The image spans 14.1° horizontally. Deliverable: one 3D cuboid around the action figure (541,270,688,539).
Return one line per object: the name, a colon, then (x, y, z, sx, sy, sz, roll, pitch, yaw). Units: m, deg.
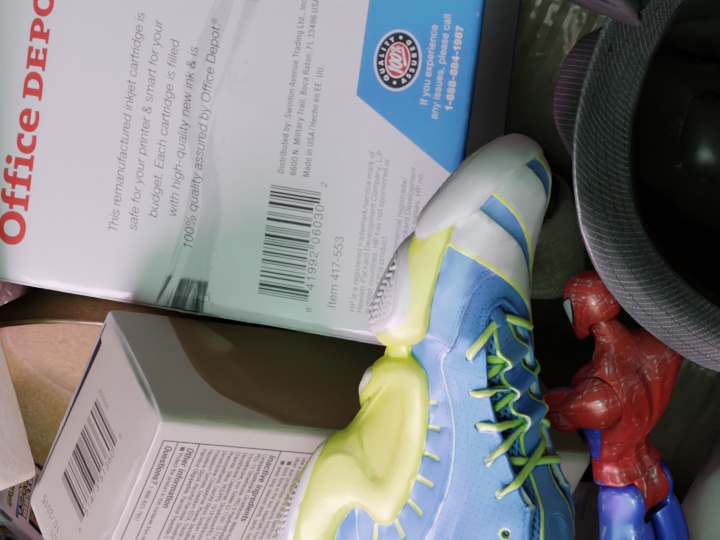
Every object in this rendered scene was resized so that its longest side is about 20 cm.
action figure: (0.087, 0.087, 1.134, 0.099, 0.065, 0.201, 11, 123, 39)

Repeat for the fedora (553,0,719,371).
fedora: (0.144, -0.051, 1.115, 0.199, 0.090, 0.178, 15, 89, -29)

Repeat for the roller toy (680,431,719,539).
roller toy: (0.229, 0.110, 1.192, 0.182, 0.140, 0.200, 36, 132, 1)

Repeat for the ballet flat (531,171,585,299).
ballet flat: (0.000, 0.000, 1.236, 0.199, 0.068, 0.063, -5, 133, 20)

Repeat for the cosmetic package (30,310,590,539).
cosmetic package: (-0.020, 0.084, 1.171, 0.199, 0.071, 0.105, 9, 122, -31)

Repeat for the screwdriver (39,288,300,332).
screwdriver: (-0.048, 0.022, 1.286, 0.199, 0.028, 0.029, 15, 155, 5)

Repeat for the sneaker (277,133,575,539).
sneaker: (0.048, 0.051, 1.061, 0.105, 0.076, 0.201, 32, 121, 15)

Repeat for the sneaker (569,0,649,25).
sneaker: (0.071, -0.153, 1.040, 0.074, 0.200, 0.089, 26, 107, -21)

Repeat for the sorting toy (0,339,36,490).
sorting toy: (-0.228, -0.017, 1.202, 0.200, 0.069, 0.200, 25, 133, 56)

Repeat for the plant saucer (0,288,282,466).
plant saucer: (-0.086, 0.052, 1.268, 0.199, 0.036, 0.200, 10, 155, 5)

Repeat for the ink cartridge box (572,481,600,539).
ink cartridge box: (0.065, 0.182, 1.294, 0.199, 0.125, 0.129, -5, 121, 19)

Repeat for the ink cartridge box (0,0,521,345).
ink cartridge box: (-0.047, -0.057, 1.163, 0.199, 0.086, 0.147, 9, 97, 15)

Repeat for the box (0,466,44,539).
box: (-0.243, 0.112, 1.362, 0.199, 0.035, 0.110, -2, 152, 17)
